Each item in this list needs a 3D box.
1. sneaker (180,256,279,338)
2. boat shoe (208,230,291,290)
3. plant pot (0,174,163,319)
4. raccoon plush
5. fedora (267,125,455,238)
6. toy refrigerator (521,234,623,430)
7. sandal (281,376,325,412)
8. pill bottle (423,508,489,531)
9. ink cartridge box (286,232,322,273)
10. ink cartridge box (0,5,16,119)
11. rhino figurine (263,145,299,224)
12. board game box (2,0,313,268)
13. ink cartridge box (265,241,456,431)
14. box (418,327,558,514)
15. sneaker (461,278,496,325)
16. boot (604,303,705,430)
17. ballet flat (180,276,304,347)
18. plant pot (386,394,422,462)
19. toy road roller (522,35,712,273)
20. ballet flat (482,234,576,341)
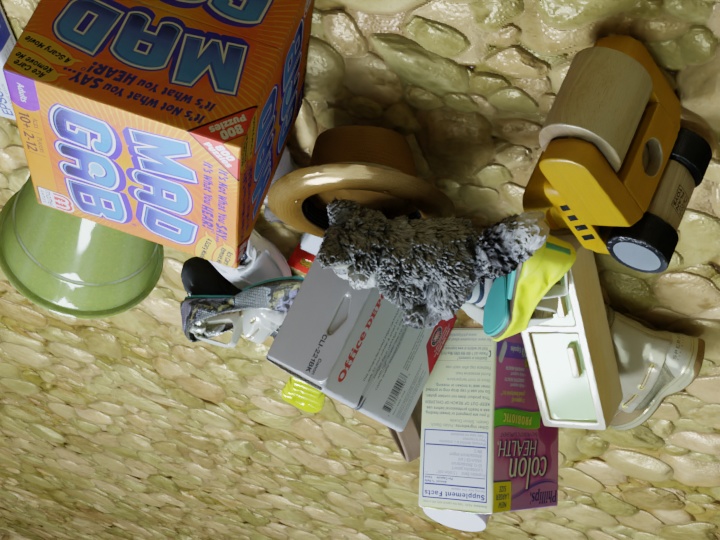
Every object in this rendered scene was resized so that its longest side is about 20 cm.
[{"bbox_3d":[-0.132,0.024,1.441,0.198,0.077,0.091,22,143,-20],"label":"sneaker"},{"bbox_3d":[-0.152,-0.024,1.331,0.199,0.074,0.065,38,-176,-32],"label":"boat shoe"},{"bbox_3d":[-0.294,-0.082,1.250,0.198,0.202,0.191,24,139,-9],"label":"plant pot"},{"bbox_3d":[0.054,-0.038,1.012,0.133,0.098,0.199,32,128,-27],"label":"raccoon plush"},{"bbox_3d":[0.003,-0.089,1.108,0.197,0.083,0.201,4,162,1],"label":"fedora"},{"bbox_3d":[0.217,0.068,1.194,0.075,0.070,0.203,0,118,33],"label":"toy refrigerator"},{"bbox_3d":[-0.057,0.122,1.526,0.079,0.088,0.200,25,153,-9],"label":"sandal"},{"bbox_3d":[0.146,0.227,1.465,0.111,0.202,0.113,15,152,8],"label":"pill bottle"},{"bbox_3d":[0.000,0.000,1.323,0.160,0.051,0.200,25,148,-9],"label":"ink cartridge box"},{"bbox_3d":[-0.456,-0.249,1.185,0.197,0.044,0.197,13,151,10],"label":"ink cartridge box"},{"bbox_3d":[-0.099,-0.098,1.202,0.086,0.061,0.201,-4,149,18],"label":"rhino figurine"},{"bbox_3d":[-0.165,-0.161,0.985,0.197,0.202,0.201,18,152,2],"label":"board game box"},{"bbox_3d":[0.006,0.069,1.184,0.083,0.146,0.200,23,172,31],"label":"ink cartridge box"},{"bbox_3d":[0.154,0.173,1.308,0.095,0.204,0.175,-1,172,34],"label":"box"},{"bbox_3d":[0.113,-0.004,1.183,0.084,0.075,0.199,-43,149,18],"label":"sneaker"},{"bbox_3d":[0.285,0.109,1.307,0.153,0.074,0.200,22,150,-5],"label":"boot"},{"bbox_3d":[-0.138,0.057,1.353,0.198,0.073,0.072,-11,140,34],"label":"ballet flat"},{"bbox_3d":[0.056,0.132,1.426,0.092,0.202,0.202,-24,147,-5],"label":"plant pot"},{"bbox_3d":[0.196,-0.094,0.965,0.145,0.124,0.200,8,152,44],"label":"toy road roller"},{"bbox_3d":[0.165,0.021,1.092,0.066,0.068,0.201,6,155,-1],"label":"ballet flat"}]
